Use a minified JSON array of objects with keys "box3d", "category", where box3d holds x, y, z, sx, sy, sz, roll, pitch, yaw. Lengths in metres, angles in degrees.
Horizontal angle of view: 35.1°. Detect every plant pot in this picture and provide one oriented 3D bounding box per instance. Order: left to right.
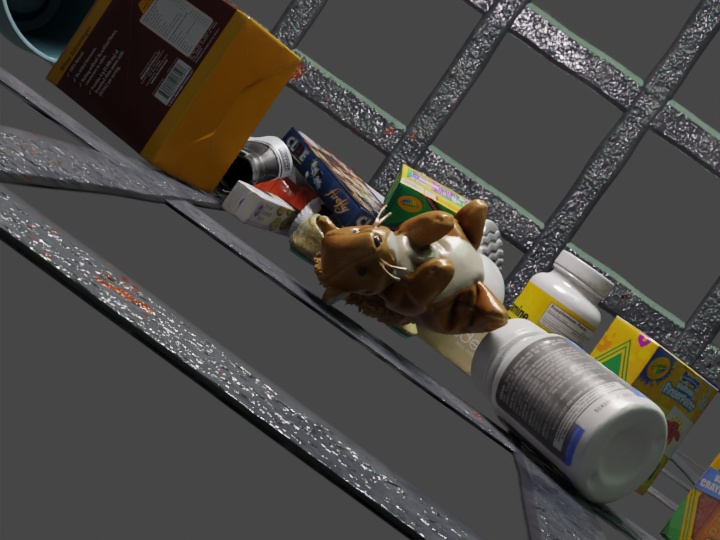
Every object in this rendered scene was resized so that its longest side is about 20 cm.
[{"box3d":[-0.418,-0.376,1.506,0.200,0.201,0.187,31,-9,-41],"category":"plant pot"}]

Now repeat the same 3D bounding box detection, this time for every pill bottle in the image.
[{"box3d":[0.252,0.078,1.544,0.112,0.201,0.112,34,4,-3],"category":"pill bottle"},{"box3d":[0.204,0.134,1.151,0.114,0.114,0.200,31,6,-39],"category":"pill bottle"}]

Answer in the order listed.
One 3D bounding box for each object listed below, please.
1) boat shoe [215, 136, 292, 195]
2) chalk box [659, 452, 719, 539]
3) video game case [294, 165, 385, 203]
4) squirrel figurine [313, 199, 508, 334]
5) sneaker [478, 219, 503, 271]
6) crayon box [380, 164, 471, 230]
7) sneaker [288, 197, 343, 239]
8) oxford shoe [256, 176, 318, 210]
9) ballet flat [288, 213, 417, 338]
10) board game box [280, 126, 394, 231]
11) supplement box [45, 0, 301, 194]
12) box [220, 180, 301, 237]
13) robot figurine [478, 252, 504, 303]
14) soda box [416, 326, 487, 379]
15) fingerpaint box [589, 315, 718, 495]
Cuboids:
[{"box3d":[-0.163,-0.129,1.451,0.199,0.068,0.074,11,-59,54],"category":"boat shoe"},{"box3d":[0.432,0.241,1.168,0.124,0.201,0.124,30,6,-46],"category":"chalk box"},{"box3d":[-0.023,-0.080,1.679,0.200,0.024,0.183,38,-29,26],"category":"video game case"},{"box3d":[0.025,0.004,1.206,0.186,0.143,0.200,3,-14,-34],"category":"squirrel figurine"},{"box3d":[0.152,0.017,1.673,0.082,0.201,0.075,22,23,30],"category":"sneaker"},{"box3d":[0.091,-0.075,1.464,0.118,0.059,0.200,29,12,-3],"category":"crayon box"},{"box3d":[-0.013,-0.030,1.504,0.114,0.076,0.200,37,5,21],"category":"sneaker"},{"box3d":[-0.129,-0.115,1.701,0.200,0.071,0.073,40,-15,16],"category":"oxford shoe"},{"box3d":[0.000,0.000,1.352,0.200,0.071,0.071,37,5,22],"category":"ballet flat"},{"box3d":[-0.015,-0.097,1.486,0.135,0.035,0.200,32,15,-47],"category":"board game box"},{"box3d":[-0.220,-0.237,1.339,0.200,0.198,0.133,38,5,26],"category":"supplement box"},{"box3d":[-0.118,-0.074,1.421,0.039,0.042,0.200,36,4,12],"category":"box"},{"box3d":[0.122,0.024,1.565,0.170,0.113,0.200,54,-17,-24],"category":"robot figurine"},{"box3d":[0.166,0.110,1.410,0.200,0.068,0.064,37,6,28],"category":"soda box"},{"box3d":[0.326,0.167,1.375,0.073,0.167,0.200,39,6,41],"category":"fingerpaint box"}]
